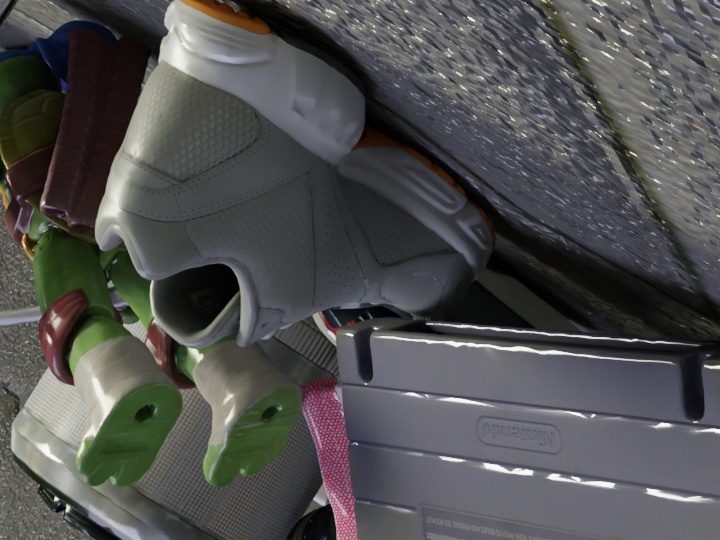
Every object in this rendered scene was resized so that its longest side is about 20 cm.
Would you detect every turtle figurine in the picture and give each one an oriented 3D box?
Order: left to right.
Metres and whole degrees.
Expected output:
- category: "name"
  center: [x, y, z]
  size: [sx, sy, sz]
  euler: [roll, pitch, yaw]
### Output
- category: "turtle figurine"
  center: [-0.127, 0.020, 0.860]
  size: [0.194, 0.200, 0.144]
  euler: [50, 176, 33]

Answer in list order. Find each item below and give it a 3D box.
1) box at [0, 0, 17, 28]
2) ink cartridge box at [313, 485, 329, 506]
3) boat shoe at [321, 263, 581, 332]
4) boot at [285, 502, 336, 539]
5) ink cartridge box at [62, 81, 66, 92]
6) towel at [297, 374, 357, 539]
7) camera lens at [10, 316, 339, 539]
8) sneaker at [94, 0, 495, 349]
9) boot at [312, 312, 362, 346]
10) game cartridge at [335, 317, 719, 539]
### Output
- category: "box"
  center: [-0.231, -0.132, 0.807]
  size: [0.176, 0.097, 0.200]
  euler: [37, 174, -23]
- category: "ink cartridge box"
  center: [-0.073, 0.040, 1.372]
  size: [0.200, 0.129, 0.125]
  euler: [33, 176, 0]
- category: "boat shoe"
  center: [0.000, 0.000, 0.833]
  size: [0.200, 0.062, 0.073]
  euler: [35, 176, -23]
- category: "boot"
  center: [0.063, 0.178, 1.092]
  size: [0.204, 0.073, 0.154]
  euler: [46, 144, 2]
- category: "ink cartridge box"
  center: [-0.159, -0.086, 1.218]
  size: [0.095, 0.037, 0.200]
  euler: [33, 174, -16]
- category: "towel"
  center: [0.055, 0.104, 0.772]
  size: [0.030, 0.147, 0.200]
  euler: [-9, -179, -40]
- category: "camera lens"
  center: [-0.080, 0.061, 1.175]
  size: [0.160, 0.200, 0.160]
  euler: [32, 176, 2]
- category: "sneaker"
  center: [-0.026, -0.012, 0.689]
  size: [0.076, 0.092, 0.200]
  euler: [29, 175, 30]
- category: "boot"
  center: [0.068, 0.057, 0.966]
  size: [0.200, 0.073, 0.144]
  euler: [37, 174, -7]
- category: "game cartridge"
  center: [0.065, 0.084, 0.704]
  size: [0.038, 0.130, 0.200]
  euler: [-15, -169, -34]
